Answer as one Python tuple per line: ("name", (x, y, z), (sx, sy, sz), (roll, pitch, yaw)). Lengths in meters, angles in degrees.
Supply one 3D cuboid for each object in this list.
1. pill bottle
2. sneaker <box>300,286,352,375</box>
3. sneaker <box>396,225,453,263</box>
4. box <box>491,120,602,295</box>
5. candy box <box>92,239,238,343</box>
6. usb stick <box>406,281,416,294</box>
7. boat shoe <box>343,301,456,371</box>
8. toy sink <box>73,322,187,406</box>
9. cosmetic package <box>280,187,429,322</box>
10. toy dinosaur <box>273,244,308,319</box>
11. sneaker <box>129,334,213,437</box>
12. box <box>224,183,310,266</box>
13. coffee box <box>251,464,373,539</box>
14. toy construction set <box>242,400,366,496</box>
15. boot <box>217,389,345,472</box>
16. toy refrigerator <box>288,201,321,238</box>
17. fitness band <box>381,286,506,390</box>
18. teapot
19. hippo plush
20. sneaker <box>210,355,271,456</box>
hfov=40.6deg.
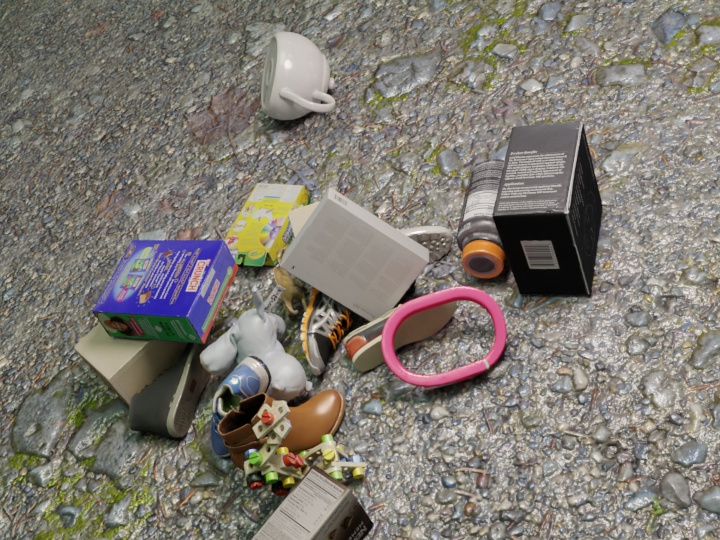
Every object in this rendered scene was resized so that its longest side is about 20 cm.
("pill bottle", (0.221, -0.085, 1.656), (0.105, 0.107, 0.201), (-2, 50, 23))
("sneaker", (-0.052, 0.087, 1.654), (0.077, 0.079, 0.201), (0, 52, 12))
("sneaker", (0.065, -0.046, 1.723), (0.199, 0.077, 0.081), (-15, 36, 10))
("box", (0.305, -0.097, 1.560), (0.123, 0.201, 0.197), (0, 50, 26))
("candy box", (-0.332, 0.032, 1.673), (0.199, 0.077, 0.170), (1, 50, 26))
("usb stick", (0.000, 0.000, 1.677), (0.198, 0.056, 0.033), (12, 52, 8))
("boat shoe", (0.064, 0.090, 1.603), (0.199, 0.071, 0.063), (-32, 42, 1))
("toy sink", (-0.383, 0.128, 1.743), (0.130, 0.112, 0.200), (29, 67, 39))
("cosmetic package", (-0.009, -0.020, 1.605), (0.151, 0.199, 0.052), (-53, 14, 22))
("toy dinosaur", (-0.125, 0.043, 1.703), (0.058, 0.101, 0.201), (-26, 39, 9))
("sneaker", (-0.329, 0.190, 1.687), (0.105, 0.075, 0.201), (1, 52, 23))
("box", (-0.187, -0.081, 1.887), (0.117, 0.049, 0.201), (6, 51, 29))
("coffee box", (-0.084, 0.391, 1.366), (0.080, 0.113, 0.200), (24, 63, 38))
("toy construction set", (-0.096, 0.275, 1.433), (0.131, 0.200, 0.093), (-28, 42, 22))
("boot", (-0.122, 0.225, 1.502), (0.200, 0.156, 0.077), (-37, 46, -10))
("toy refrigerator", (-0.061, -0.082, 1.722), (0.075, 0.200, 0.070), (-17, 87, 11))
("fitness band", (0.130, 0.105, 1.526), (0.199, 0.037, 0.145), (-18, 77, 3))
("teapot", (-0.126, -0.408, 2.083), (0.145, 0.197, 0.202), (8, 77, -16))
("hippo plush", (-0.145, 0.149, 1.611), (0.200, 0.159, 0.161), (-48, 71, 22))
("sneaker", (-0.207, 0.220, 1.530), (0.076, 0.201, 0.077), (35, 36, 21))
